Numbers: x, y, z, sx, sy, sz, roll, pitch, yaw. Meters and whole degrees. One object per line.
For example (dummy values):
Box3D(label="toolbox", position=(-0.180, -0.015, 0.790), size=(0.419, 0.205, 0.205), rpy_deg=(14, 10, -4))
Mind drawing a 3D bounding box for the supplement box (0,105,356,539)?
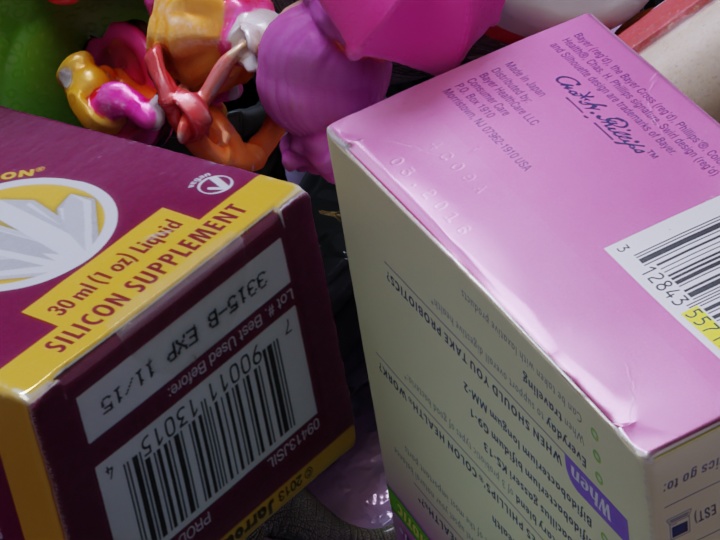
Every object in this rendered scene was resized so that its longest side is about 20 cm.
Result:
Box3D(label="supplement box", position=(-0.121, 0.024, 0.922), size=(0.200, 0.103, 0.131), rpy_deg=(15, 40, 36))

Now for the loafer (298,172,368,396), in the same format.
Box3D(label="loafer", position=(0.000, 0.000, 1.052), size=(0.068, 0.071, 0.201), rpy_deg=(17, 33, 25))

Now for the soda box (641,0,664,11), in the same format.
Box3D(label="soda box", position=(0.136, -0.170, 1.229), size=(0.071, 0.063, 0.200), rpy_deg=(-9, 40, 0))

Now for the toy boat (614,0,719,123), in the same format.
Box3D(label="toy boat", position=(0.114, -0.045, 1.006), size=(0.200, 0.131, 0.131), rpy_deg=(-35, 31, 16))

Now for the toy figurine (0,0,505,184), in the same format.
Box3D(label="toy figurine", position=(-0.037, -0.091, 0.915), size=(0.150, 0.201, 0.184), rpy_deg=(-8, 25, -39))

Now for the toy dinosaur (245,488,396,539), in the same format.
Box3D(label="toy dinosaur", position=(-0.071, 0.092, 0.948), size=(0.200, 0.077, 0.102), rpy_deg=(-27, 57, -12))

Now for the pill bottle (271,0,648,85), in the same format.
Box3D(label="pill bottle", position=(0.014, -0.124, 1.045), size=(0.111, 0.111, 0.200), rpy_deg=(-39, 17, -31))

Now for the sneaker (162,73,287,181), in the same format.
Box3D(label="sneaker", position=(-0.076, 0.000, 1.043), size=(0.071, 0.099, 0.200), rpy_deg=(6, 43, 15))

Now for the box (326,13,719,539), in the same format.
Box3D(label="box", position=(0.083, 0.059, 0.859), size=(0.097, 0.200, 0.176), rpy_deg=(-24, 41, -18))

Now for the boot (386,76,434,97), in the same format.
Box3D(label="boot", position=(0.047, -0.128, 1.189), size=(0.131, 0.070, 0.200), rpy_deg=(-13, 60, -47))
